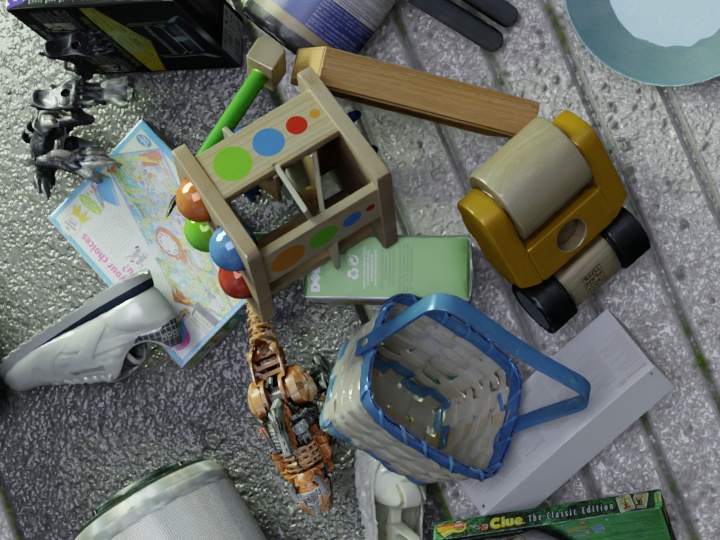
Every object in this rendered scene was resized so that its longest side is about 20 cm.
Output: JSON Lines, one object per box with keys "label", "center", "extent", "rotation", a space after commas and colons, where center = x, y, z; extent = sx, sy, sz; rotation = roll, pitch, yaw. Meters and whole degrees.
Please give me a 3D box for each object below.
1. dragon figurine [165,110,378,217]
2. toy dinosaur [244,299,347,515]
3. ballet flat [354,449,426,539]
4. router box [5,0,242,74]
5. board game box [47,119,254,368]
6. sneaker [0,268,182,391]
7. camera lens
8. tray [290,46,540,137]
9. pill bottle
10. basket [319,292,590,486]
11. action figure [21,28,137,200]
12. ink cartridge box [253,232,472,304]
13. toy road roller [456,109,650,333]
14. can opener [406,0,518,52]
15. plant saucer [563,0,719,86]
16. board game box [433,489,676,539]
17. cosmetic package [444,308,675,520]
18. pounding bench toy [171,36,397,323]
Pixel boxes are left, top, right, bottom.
{"label": "dragon figurine", "center": [-0.086, -0.102, 1.733], "extent": [0.199, 0.099, 0.059], "rotation": [-11, 81, -6]}
{"label": "toy dinosaur", "center": [-0.058, 0.117, 1.704], "extent": [0.102, 0.136, 0.201], "rotation": [-1, 86, 15]}
{"label": "ballet flat", "center": [0.037, 0.226, 1.704], "extent": [0.071, 0.072, 0.201], "rotation": [-3, 89, 14]}
{"label": "router box", "center": [-0.210, -0.233, 1.735], "extent": [0.157, 0.200, 0.052], "rotation": [-1, 79, 13]}
{"label": "board game box", "center": [-0.183, -0.025, 1.798], "extent": [0.134, 0.034, 0.200], "rotation": [-45, 77, 7]}
{"label": "sneaker", "center": [-0.255, 0.076, 1.776], "extent": [0.200, 0.076, 0.081], "rotation": [-30, 95, 31]}
{"label": "camera lens", "center": [-0.151, 0.282, 1.702], "extent": [0.160, 0.160, 0.200], "rotation": [-34, 79, 9]}
{"label": "tray", "center": [0.047, -0.155, 1.670], "extent": [0.199, 0.099, 0.037], "rotation": [14, 91, -17]}
{"label": "pill bottle", "center": [-0.007, -0.283, 1.734], "extent": [0.112, 0.112, 0.200], "rotation": [38, 95, 14]}
{"label": "basket", "center": [0.070, 0.094, 1.612], "extent": [0.200, 0.176, 0.139], "rotation": [-24, 40, 48]}
{"label": "action figure", "center": [-0.262, -0.137, 1.765], "extent": [0.102, 0.200, 0.119], "rotation": [8, 67, -9]}
{"label": "ink cartridge box", "center": [0.000, 0.000, 1.697], "extent": [0.199, 0.104, 0.060], "rotation": [1, 86, 3]}
{"label": "toy road roller", "center": [0.144, -0.056, 1.642], "extent": [0.123, 0.200, 0.146], "rotation": [-41, 46, -8]}
{"label": "can opener", "center": [0.064, -0.251, 1.677], "extent": [0.053, 0.200, 0.067], "rotation": [-59, 32, 7]}
{"label": "plant saucer", "center": [0.281, -0.261, 1.698], "extent": [0.200, 0.039, 0.202], "rotation": [-1, 86, 15]}
{"label": "board game box", "center": [0.172, 0.240, 1.657], "extent": [0.199, 0.105, 0.024], "rotation": [-10, 46, 13]}
{"label": "cosmetic package", "center": [0.173, 0.134, 1.674], "extent": [0.200, 0.051, 0.083], "rotation": [-42, 45, 8]}
{"label": "pounding bench toy", "center": [-0.089, -0.085, 1.610], "extent": [0.156, 0.124, 0.200], "rotation": [-31, 66, -11]}
